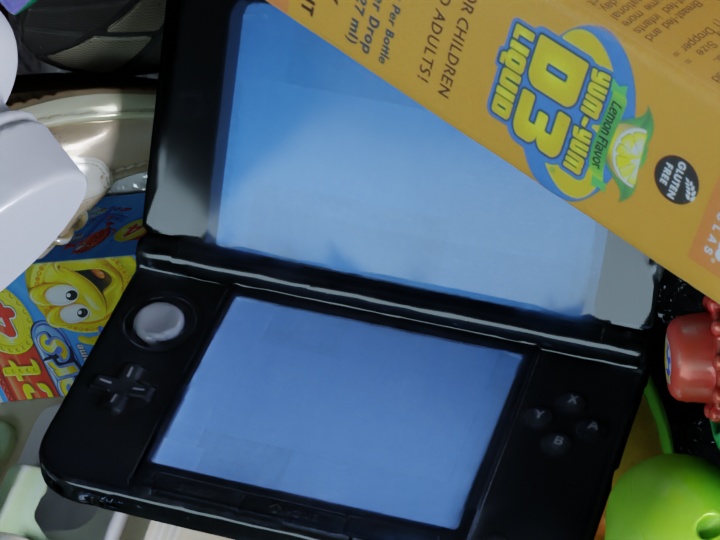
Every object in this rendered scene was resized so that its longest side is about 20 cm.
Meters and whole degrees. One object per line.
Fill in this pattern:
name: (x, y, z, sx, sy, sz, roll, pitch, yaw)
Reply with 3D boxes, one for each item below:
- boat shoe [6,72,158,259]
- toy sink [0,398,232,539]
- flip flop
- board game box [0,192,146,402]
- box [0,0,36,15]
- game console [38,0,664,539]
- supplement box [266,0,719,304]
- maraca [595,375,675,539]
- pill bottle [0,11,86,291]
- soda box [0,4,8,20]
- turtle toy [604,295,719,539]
boat shoe: (-0.135, -0.039, 0.924, 0.072, 0.199, 0.066, 14, 109, 54)
toy sink: (-0.099, 0.120, 0.948, 0.130, 0.113, 0.200, -9, 139, 39)
flip flop: (-0.071, -0.153, 0.883, 0.080, 0.058, 0.201, 9, 129, -18)
board game box: (-0.061, 0.063, 1.043, 0.195, 0.056, 0.201, -5, 120, 37)
box: (-0.079, -0.194, 0.785, 0.200, 0.048, 0.117, -43, 103, 2)
game console: (0.000, 0.000, 0.836, 0.198, 0.176, 0.117, 11, 136, 16)
supplement box: (0.060, -0.075, 0.729, 0.199, 0.069, 0.067, 33, 133, 21)
maraca: (0.050, 0.055, 0.929, 0.136, 0.107, 0.202, -13, 98, 14)
pill bottle: (-0.183, -0.077, 0.782, 0.200, 0.111, 0.111, 48, 137, 9)
soda box: (-0.186, -0.093, 0.970, 0.070, 0.063, 0.202, 12, 112, 27)
turtle toy: (0.153, 0.043, 0.797, 0.101, 0.201, 0.146, 24, 171, 47)
